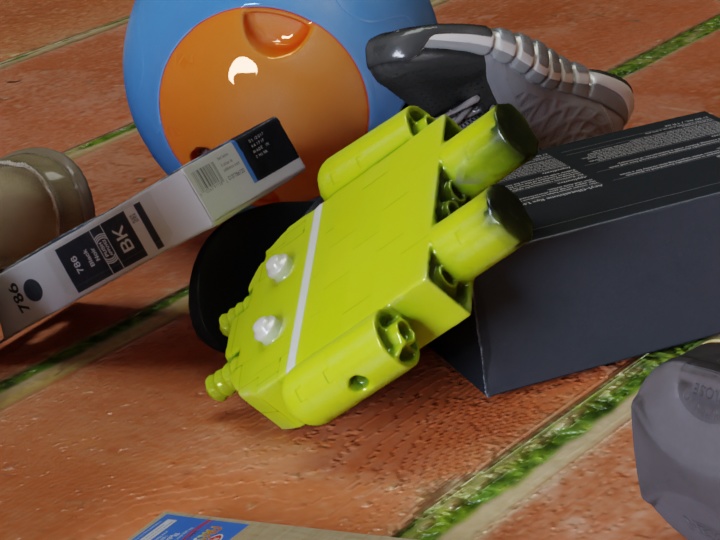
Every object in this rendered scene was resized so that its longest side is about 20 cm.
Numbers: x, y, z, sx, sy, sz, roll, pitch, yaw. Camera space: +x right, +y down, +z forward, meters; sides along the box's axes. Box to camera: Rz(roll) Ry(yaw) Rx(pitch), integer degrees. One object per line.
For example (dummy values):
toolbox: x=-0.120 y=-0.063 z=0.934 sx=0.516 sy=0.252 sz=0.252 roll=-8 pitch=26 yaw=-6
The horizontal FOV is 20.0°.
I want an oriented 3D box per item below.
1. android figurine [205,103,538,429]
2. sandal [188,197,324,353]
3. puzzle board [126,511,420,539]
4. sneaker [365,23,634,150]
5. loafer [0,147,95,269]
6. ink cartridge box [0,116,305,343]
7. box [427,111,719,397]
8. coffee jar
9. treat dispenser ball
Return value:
android figurine: x=0.000 y=0.000 z=0.983 sx=0.200 sy=0.041 sz=0.182 roll=-32 pitch=31 yaw=33
sandal: x=-0.007 y=-0.010 z=1.103 sx=0.200 sy=0.075 sz=0.045 roll=-19 pitch=4 yaw=-34
puzzle board: x=-0.072 y=0.148 z=0.772 sx=0.150 sy=0.017 sz=0.200 roll=1 pitch=21 yaw=33
sneaker: x=0.083 y=-0.066 z=1.143 sx=0.200 sy=0.116 sz=0.075 roll=11 pitch=-13 yaw=-41
loafer: x=-0.250 y=-0.031 z=1.301 sx=0.200 sy=0.076 sz=0.067 roll=-7 pitch=17 yaw=40
ink cartridge box: x=-0.131 y=-0.018 z=1.127 sx=0.200 sy=0.039 sz=0.099 roll=-28 pitch=5 yaw=35
box: x=0.126 y=-0.013 z=1.049 sx=0.199 sy=0.079 sz=0.141 roll=-14 pitch=17 yaw=-15
coffee jar: x=0.209 y=0.051 z=0.808 sx=0.199 sy=0.086 sz=0.104 roll=-20 pitch=21 yaw=-28
treat dispenser ball: x=-0.049 y=-0.129 z=1.279 sx=0.200 sy=0.202 sz=0.201 roll=-8 pitch=19 yaw=3
